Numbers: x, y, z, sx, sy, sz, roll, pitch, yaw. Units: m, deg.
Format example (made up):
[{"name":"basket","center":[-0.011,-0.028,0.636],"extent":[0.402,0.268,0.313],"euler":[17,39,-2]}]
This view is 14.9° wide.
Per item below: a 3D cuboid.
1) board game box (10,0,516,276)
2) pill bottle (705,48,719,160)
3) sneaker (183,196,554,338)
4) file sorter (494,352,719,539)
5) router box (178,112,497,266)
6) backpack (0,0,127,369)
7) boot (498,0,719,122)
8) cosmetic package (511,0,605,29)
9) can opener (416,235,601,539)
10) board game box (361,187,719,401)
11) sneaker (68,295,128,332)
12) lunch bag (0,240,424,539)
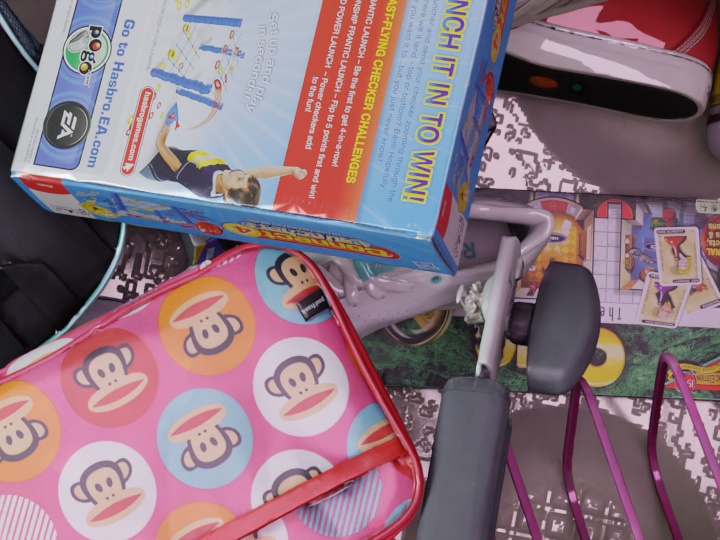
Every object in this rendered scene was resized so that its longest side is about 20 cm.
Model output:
[{"name":"board game box","center":[-0.034,-0.112,1.226],"extent":[0.195,0.056,0.201],"euler":[10,75,15]},{"name":"pill bottle","center":[0.242,-0.146,1.392],"extent":[0.109,0.109,0.201],"euler":[11,85,-6]},{"name":"sneaker","center":[0.000,0.000,1.321],"extent":[0.199,0.088,0.076],"euler":[-19,88,-22]},{"name":"file sorter","center":[0.164,0.114,1.341],"extent":[0.199,0.139,0.126],"euler":[-14,63,-7]},{"name":"router box","center":[-0.046,-0.125,1.316],"extent":[0.157,0.052,0.201],"euler":[-23,82,-8]},{"name":"backpack","center":[-0.209,-0.042,1.304],"extent":[0.176,0.153,0.200],"euler":[-43,94,-8]},{"name":"boot","center":[0.089,-0.166,1.401],"extent":[0.199,0.072,0.145],"euler":[12,75,-3]},{"name":"cosmetic package","center":[0.066,-0.222,1.317],"extent":[0.103,0.073,0.201],"euler":[-20,85,-37]},{"name":"can opener","center":[0.063,0.073,1.261],"extent":[0.066,0.053,0.201],"euler":[9,61,13]},{"name":"board game box","center":[0.093,0.011,1.408],"extent":[0.199,0.023,0.106],"euler":[2,88,-7]},{"name":"sneaker","center":[-0.071,0.081,1.336],"extent":[0.200,0.114,0.073],"euler":[39,84,-2]},{"name":"lunch bag","center":[-0.077,0.100,1.241],"extent":[0.199,0.082,0.177],"euler":[-28,88,-9]}]
